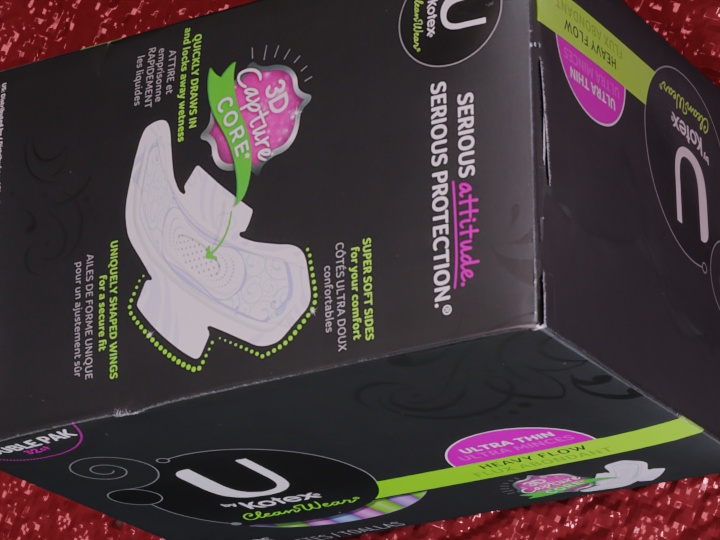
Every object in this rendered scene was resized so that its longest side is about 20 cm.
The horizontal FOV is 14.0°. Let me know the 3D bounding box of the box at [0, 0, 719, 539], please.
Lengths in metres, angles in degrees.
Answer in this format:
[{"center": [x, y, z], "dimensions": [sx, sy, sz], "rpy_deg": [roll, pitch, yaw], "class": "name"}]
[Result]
[{"center": [0.000, 0.000, 0.878], "dimensions": [0.199, 0.148, 0.125], "rpy_deg": [-12, 66, 29], "class": "box"}]
